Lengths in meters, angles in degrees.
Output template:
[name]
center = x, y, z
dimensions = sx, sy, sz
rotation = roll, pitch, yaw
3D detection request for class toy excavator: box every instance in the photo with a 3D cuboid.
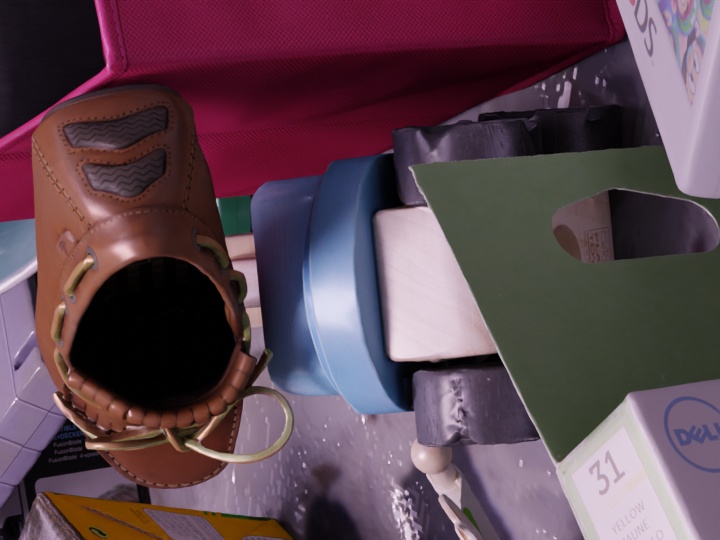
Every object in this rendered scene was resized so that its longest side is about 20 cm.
[toy excavator]
center = 0.000, 0.000, 0.980
dimensions = 0.199, 0.194, 0.101
rotation = -3, 94, 28

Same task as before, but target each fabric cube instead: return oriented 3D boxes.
[fabric cube]
center = -0.063, -0.136, 0.976
dimensions = 0.200, 0.198, 0.197
rotation = -25, 76, 54

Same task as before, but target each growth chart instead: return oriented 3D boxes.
[growth chart]
center = 0.077, 0.150, 0.905
dimensions = 0.200, 0.018, 0.145
rotation = 58, 178, 37

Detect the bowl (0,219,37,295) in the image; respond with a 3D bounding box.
[bowl]
center = -0.168, -0.087, 1.149
dimensions = 0.199, 0.105, 0.202
rotation = 2, 98, 15

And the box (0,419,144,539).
[box]
center = -0.136, 0.164, 1.257
dimensions = 0.116, 0.060, 0.201
rotation = -15, 83, 55

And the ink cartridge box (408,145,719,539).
[ink cartridge box]
center = 0.116, 0.038, 0.790
dimensions = 0.048, 0.145, 0.201
rotation = -48, 57, 46

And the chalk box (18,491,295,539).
[chalk box]
center = -0.084, 0.204, 1.092
dimensions = 0.124, 0.123, 0.201
rotation = 40, 112, 44

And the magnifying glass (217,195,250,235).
[magnifying glass]
center = -0.074, -0.084, 1.159
dimensions = 0.079, 0.022, 0.201
rotation = 10, 103, 55

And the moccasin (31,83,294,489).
[moccasin]
center = -0.062, 0.023, 0.907
dimensions = 0.202, 0.073, 0.078
rotation = 100, 158, -60

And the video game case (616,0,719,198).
[video game case]
center = 0.096, -0.154, 0.800
dimensions = 0.183, 0.024, 0.201
rotation = -101, 14, -50

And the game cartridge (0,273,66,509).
[game cartridge]
center = -0.167, 0.022, 1.231
dimensions = 0.130, 0.038, 0.201
rotation = -56, 32, 30
